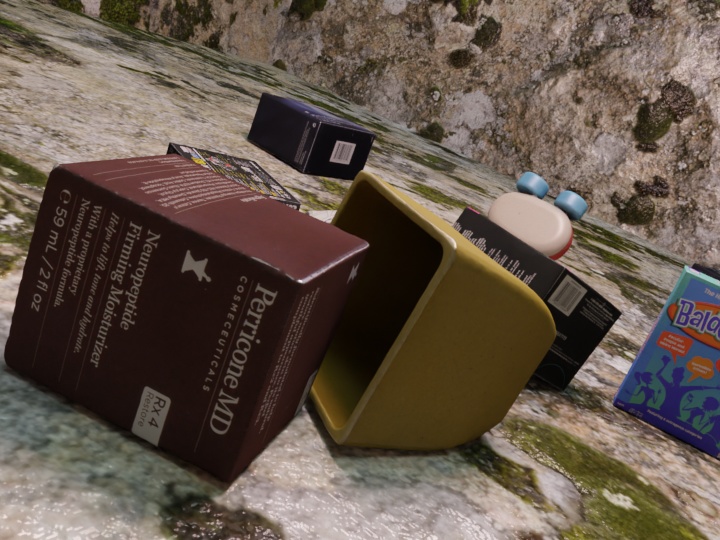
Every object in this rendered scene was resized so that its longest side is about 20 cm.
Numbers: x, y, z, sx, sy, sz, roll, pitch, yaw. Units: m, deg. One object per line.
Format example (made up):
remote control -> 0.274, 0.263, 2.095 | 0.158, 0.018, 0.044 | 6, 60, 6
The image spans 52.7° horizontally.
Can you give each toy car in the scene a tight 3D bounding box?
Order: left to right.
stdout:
toy car -> 0.357, -0.060, 1.486 | 0.177, 0.185, 0.200 | 33, -8, 32

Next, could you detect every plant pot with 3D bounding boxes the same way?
plant pot -> 0.068, 0.053, 0.700 | 0.200, 0.195, 0.196 | 22, 14, -31

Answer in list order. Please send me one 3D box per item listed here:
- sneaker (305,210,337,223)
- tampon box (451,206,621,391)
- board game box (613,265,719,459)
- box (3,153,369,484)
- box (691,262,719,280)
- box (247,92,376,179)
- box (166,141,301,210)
sneaker -> -0.047, -0.067, 1.110 | 0.081, 0.075, 0.200 | 17, 15, 15
tampon box -> 0.202, 0.032, 0.951 | 0.150, 0.126, 0.200 | 31, 8, -38
board game box -> 0.436, 0.117, 0.917 | 0.152, 0.200, 0.045 | 26, 18, 17
box -> -0.129, 0.022, 0.572 | 0.200, 0.166, 0.164 | 25, 16, 11
box -> 0.922, 0.077, 1.786 | 0.200, 0.104, 0.182 | 11, 19, -34
box -> -0.111, -0.305, 1.650 | 0.198, 0.124, 0.200 | 32, 19, 33
box -> -0.206, -0.137, 1.154 | 0.159, 0.049, 0.200 | 6, 24, -36
